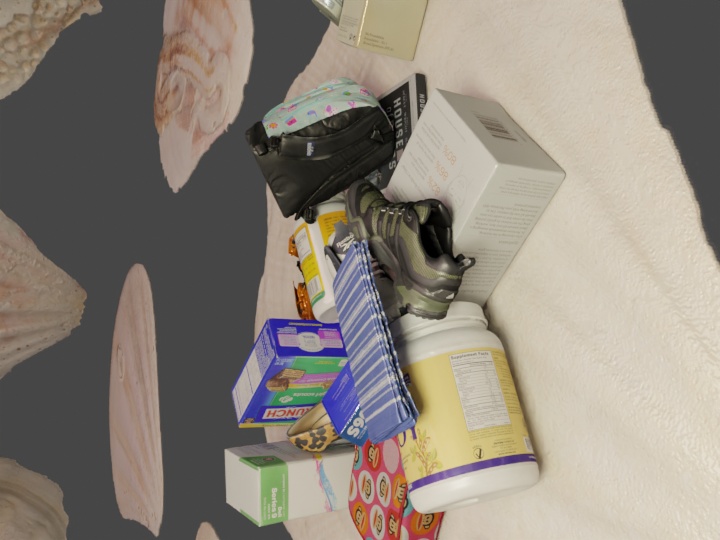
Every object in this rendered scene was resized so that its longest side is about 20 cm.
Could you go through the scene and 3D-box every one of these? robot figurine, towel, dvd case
[{"bbox_3d":[-0.080,0.002,1.168,0.145,0.057,0.204,-37,57,52],"label":"robot figurine"},{"bbox_3d":[0.011,0.084,0.750,0.145,0.023,0.204,122,136,-64],"label":"towel"},{"bbox_3d":[0.037,-0.187,1.015,0.199,0.024,0.154,-16,75,59],"label":"dvd case"}]

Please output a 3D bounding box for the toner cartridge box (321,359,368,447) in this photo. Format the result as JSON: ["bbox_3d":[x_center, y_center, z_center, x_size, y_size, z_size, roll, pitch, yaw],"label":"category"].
[{"bbox_3d":[0.029,0.123,0.898,0.202,0.043,0.095,-56,26,5],"label":"toner cartridge box"}]

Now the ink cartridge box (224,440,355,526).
[{"bbox_3d":[-0.092,0.315,1.034,0.144,0.196,0.090,-6,86,58],"label":"ink cartridge box"}]

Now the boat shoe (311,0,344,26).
[{"bbox_3d":[-0.024,-0.419,1.046,0.072,0.070,0.201,-53,2,12],"label":"boat shoe"}]

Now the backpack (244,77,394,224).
[{"bbox_3d":[-0.053,-0.184,0.960,0.128,0.197,0.168,60,176,37],"label":"backpack"}]

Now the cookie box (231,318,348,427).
[{"bbox_3d":[-0.097,0.169,1.081,0.201,0.168,0.076,-59,38,40],"label":"cookie box"}]

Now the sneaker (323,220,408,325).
[{"bbox_3d":[0.000,0.000,0.854,0.199,0.078,0.132,-125,11,-80],"label":"sneaker"}]

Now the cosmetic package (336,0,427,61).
[{"bbox_3d":[0.043,-0.411,0.945,0.073,0.102,0.204,42,125,51],"label":"cosmetic package"}]

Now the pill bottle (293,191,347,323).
[{"bbox_3d":[-0.042,-0.033,1.038,0.113,0.111,0.204,-42,59,50],"label":"pill bottle"}]

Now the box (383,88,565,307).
[{"bbox_3d":[0.115,-0.079,0.793,0.202,0.104,0.154,-63,39,34],"label":"box"}]

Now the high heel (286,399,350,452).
[{"bbox_3d":[-0.028,0.178,0.985,0.071,0.140,0.204,44,125,51],"label":"high heel"}]

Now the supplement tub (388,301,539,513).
[{"bbox_3d":[0.105,0.153,0.756,0.145,0.143,0.204,-44,52,49],"label":"supplement tub"}]

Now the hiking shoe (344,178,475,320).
[{"bbox_3d":[0.056,-0.046,0.734,0.101,0.075,0.201,-55,52,29],"label":"hiking shoe"}]

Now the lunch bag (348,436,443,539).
[{"bbox_3d":[0.043,0.276,0.917,0.176,0.080,0.204,35,118,56],"label":"lunch bag"}]
